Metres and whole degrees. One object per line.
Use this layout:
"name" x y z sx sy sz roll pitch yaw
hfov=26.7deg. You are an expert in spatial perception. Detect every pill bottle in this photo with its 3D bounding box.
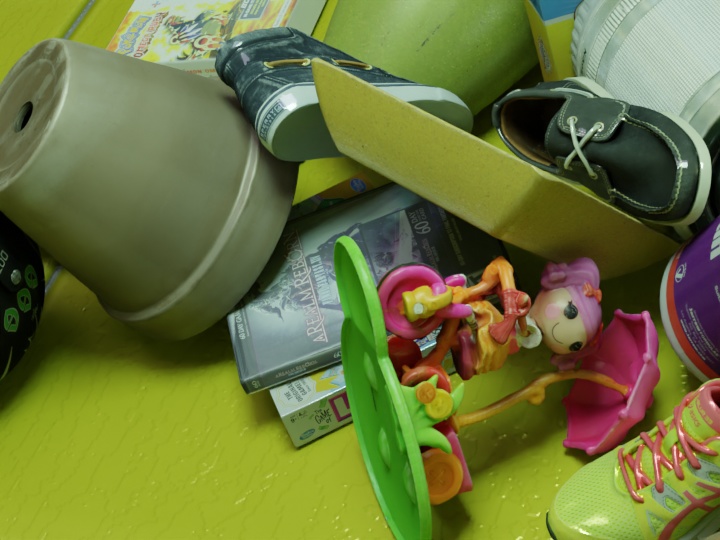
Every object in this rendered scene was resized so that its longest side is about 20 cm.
"pill bottle" 0.259 -0.003 0.861 0.111 0.200 0.114 6 69 -15

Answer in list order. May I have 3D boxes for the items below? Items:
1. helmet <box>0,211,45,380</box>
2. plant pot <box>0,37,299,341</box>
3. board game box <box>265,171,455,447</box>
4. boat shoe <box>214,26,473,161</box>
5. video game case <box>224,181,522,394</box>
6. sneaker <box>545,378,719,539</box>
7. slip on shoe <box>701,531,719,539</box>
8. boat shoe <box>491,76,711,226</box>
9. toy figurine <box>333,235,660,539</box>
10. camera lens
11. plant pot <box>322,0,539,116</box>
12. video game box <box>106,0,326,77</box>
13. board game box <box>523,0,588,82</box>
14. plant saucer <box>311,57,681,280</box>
"helmet" -0.334 0.011 1.123 0.198 0.191 0.202 2 62 -4
"plant pot" -0.172 -0.072 1.076 0.199 0.173 0.202 -30 47 37
"board game box" -0.020 0.022 1.089 0.134 0.034 0.200 -26 42 -3
"boat shoe" -0.007 -0.126 1.075 0.091 0.199 0.071 54 124 30
"video game case" 0.000 0.000 1.064 0.198 0.019 0.143 -20 42 2
"sneaker" 0.192 0.102 0.865 0.199 0.090 0.079 -25 43 12
"slip on shoe" 0.241 0.155 0.817 0.198 0.061 0.076 -20 41 3
"boat shoe" 0.151 -0.075 0.961 0.067 0.072 0.200 -1 21 -23
"toy figurine" 0.091 0.052 0.919 0.182 0.202 0.150 -15 19 -12
"camera lens" 0.245 -0.118 1.024 0.159 0.161 0.201 -24 42 -1
"plant pot" 0.052 -0.188 1.185 0.187 0.187 0.201 29 76 41
"video game box" -0.126 -0.240 1.400 0.181 0.047 0.201 -3 45 25
"board game box" 0.196 -0.202 1.103 0.152 0.201 0.040 -26 41 -3
"plant saucer" 0.080 -0.055 0.970 0.199 0.199 0.049 32 98 37
